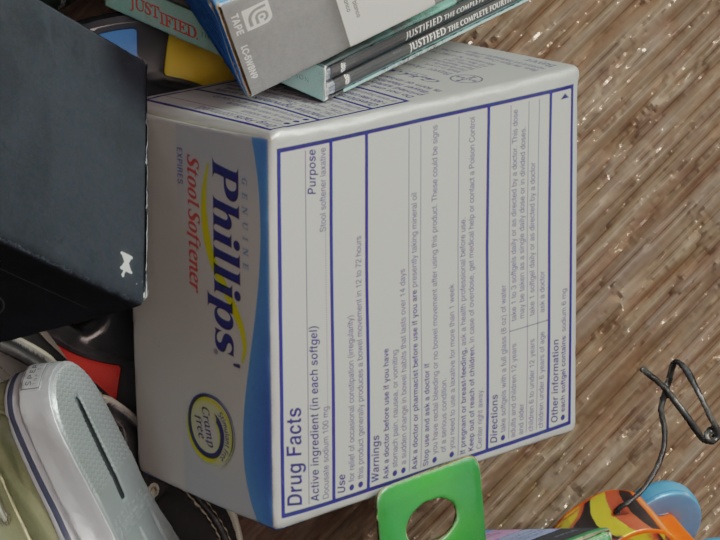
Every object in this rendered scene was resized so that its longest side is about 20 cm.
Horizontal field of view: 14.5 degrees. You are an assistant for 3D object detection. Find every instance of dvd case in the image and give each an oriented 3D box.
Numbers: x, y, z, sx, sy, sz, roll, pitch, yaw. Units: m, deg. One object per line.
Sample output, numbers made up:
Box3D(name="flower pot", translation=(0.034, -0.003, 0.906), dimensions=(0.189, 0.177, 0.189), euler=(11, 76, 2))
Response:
Box3D(name="dvd case", translation=(-0.001, -0.144, 1.339), dimensions=(0.200, 0.146, 0.022), euler=(-29, 132, -40))

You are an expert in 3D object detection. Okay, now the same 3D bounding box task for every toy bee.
Box3D(name="toy bee", translation=(0.128, 0.144, 1.390), dimensions=(0.109, 0.131, 0.200), euler=(-26, 109, -10))

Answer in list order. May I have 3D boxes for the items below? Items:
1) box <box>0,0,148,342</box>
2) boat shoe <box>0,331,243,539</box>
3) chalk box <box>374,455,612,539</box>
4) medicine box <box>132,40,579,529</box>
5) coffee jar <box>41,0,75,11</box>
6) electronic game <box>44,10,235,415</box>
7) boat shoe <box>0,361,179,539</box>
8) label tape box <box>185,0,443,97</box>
Box3D(name="box", translation=(-0.226, -0.046, 1.202), dimensions=(0.200, 0.196, 0.124), euler=(29, 55, -53))
Box3D(name="boat shoe", translation=(-0.128, 0.089, 1.330), dimensions=(0.074, 0.060, 0.200), euler=(-38, 111, 5))
Box3D(name="chalk box", translation=(0.048, 0.189, 1.304), dimensions=(0.125, 0.124, 0.200), euler=(-17, 94, -35))
Box3D(name="medicine box", translation=(0.000, 0.000, 1.313), dimensions=(0.200, 0.103, 0.182), euler=(-14, 111, -40))
Box3D(name="coffee jar", translation=(-0.167, -0.161, 1.342), dimensions=(0.200, 0.085, 0.104), euler=(-39, 94, -16))
Box3D(name="electronic game", translation=(-0.106, -0.025, 1.349), dimensions=(0.200, 0.042, 0.200), euler=(-5, 107, -16))
Box3D(name="boat shoe", translation=(-0.120, 0.136, 1.283), dimensions=(0.062, 0.072, 0.200), euler=(-17, 100, 25))
Box3D(name="label tape box", translation=(0.004, -0.180, 1.263), dimensions=(0.200, 0.144, 0.063), euler=(-27, 138, -7))
